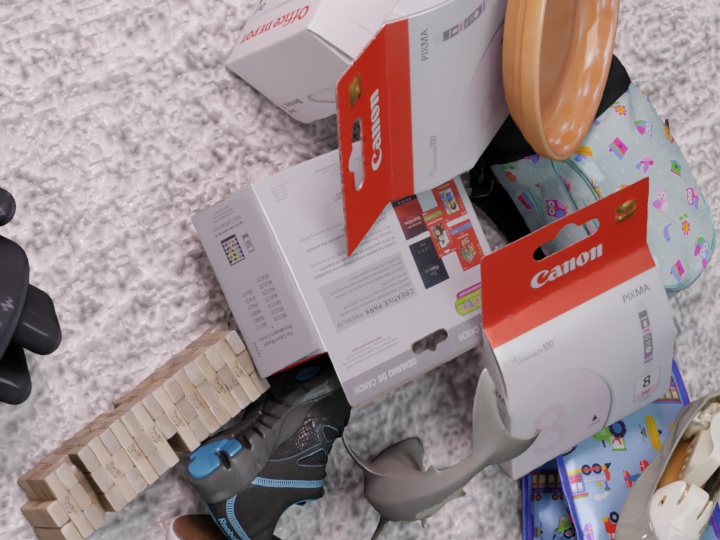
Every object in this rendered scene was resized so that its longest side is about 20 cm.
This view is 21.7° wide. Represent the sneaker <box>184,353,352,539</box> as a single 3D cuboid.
[{"bbox_3d":[-0.050,0.125,1.393,0.200,0.073,0.082,-41,115,-39],"label":"sneaker"}]

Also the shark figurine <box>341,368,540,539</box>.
[{"bbox_3d":[0.031,0.141,1.367,0.090,0.214,0.128,46,66,-7],"label":"shark figurine"}]

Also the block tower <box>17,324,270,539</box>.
[{"bbox_3d":[-0.153,0.116,1.347,0.200,0.058,0.054,-40,106,-29],"label":"block tower"}]

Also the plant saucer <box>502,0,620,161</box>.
[{"bbox_3d":[0.147,-0.183,1.387,0.200,0.037,0.202,10,90,-69],"label":"plant saucer"}]

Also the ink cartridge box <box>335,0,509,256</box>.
[{"bbox_3d":[0.050,-0.124,1.329,0.163,0.057,0.201,86,25,-44],"label":"ink cartridge box"}]

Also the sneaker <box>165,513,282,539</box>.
[{"bbox_3d":[-0.061,0.249,1.382,0.199,0.073,0.085,25,111,-9],"label":"sneaker"}]

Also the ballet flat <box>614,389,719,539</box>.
[{"bbox_3d":[0.255,0.169,1.480,0.067,0.064,0.200,38,51,-6],"label":"ballet flat"}]

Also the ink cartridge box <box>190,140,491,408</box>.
[{"bbox_3d":[0.000,0.000,1.400,0.199,0.084,0.177,-23,89,-42],"label":"ink cartridge box"}]

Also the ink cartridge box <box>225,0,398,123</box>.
[{"bbox_3d":[-0.003,-0.225,1.418,0.084,0.146,0.201,33,69,-22],"label":"ink cartridge box"}]

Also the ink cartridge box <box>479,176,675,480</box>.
[{"bbox_3d":[0.166,0.047,1.427,0.162,0.057,0.201,-26,141,-22],"label":"ink cartridge box"}]

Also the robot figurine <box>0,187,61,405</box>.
[{"bbox_3d":[-0.296,0.016,1.232,0.199,0.124,0.151,28,64,-26],"label":"robot figurine"}]

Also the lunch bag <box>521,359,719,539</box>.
[{"bbox_3d":[0.207,0.146,1.547,0.149,0.094,0.202,1,75,-28],"label":"lunch bag"}]

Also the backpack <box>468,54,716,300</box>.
[{"bbox_3d":[0.195,-0.061,1.529,0.167,0.126,0.201,-37,104,-30],"label":"backpack"}]
